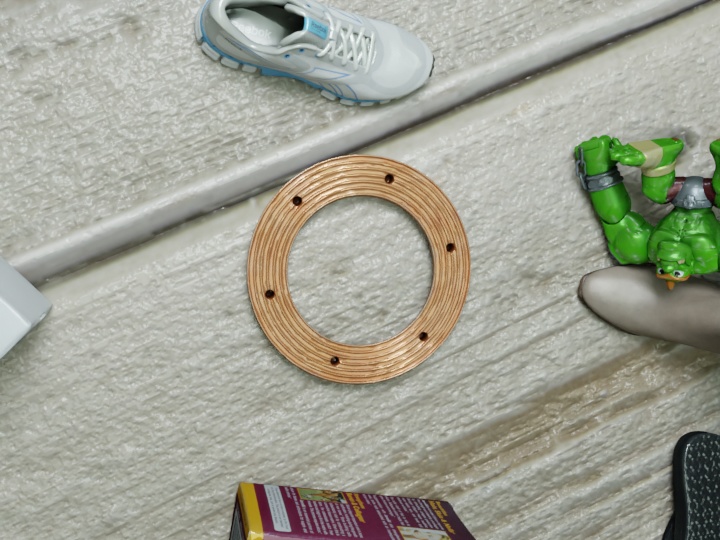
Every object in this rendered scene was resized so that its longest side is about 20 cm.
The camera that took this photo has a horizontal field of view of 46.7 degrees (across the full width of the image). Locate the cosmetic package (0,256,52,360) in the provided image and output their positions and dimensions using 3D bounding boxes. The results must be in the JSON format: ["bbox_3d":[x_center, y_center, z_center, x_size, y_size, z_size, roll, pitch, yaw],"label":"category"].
[{"bbox_3d":[-0.331,-0.008,0.610,0.081,0.113,0.200,-43,101,-5],"label":"cosmetic package"}]

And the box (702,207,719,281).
[{"bbox_3d":[0.441,-0.034,0.763,0.200,0.128,0.109,3,95,-13],"label":"box"}]

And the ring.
[{"bbox_3d":[0.000,0.000,0.729,0.200,0.019,0.201,-1,96,-13],"label":"ring"}]

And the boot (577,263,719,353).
[{"bbox_3d":[0.313,0.042,0.735,0.200,0.146,0.070,10,96,-13],"label":"boot"}]

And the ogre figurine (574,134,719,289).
[{"bbox_3d":[0.286,-0.052,0.719,0.200,0.098,0.120,0,117,20],"label":"ogre figurine"}]

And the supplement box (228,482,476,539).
[{"bbox_3d":[-0.008,0.247,0.708,0.200,0.110,0.086,9,95,-13],"label":"supplement box"}]

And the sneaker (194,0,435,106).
[{"bbox_3d":[-0.031,-0.180,0.668,0.200,0.087,0.075,7,93,-14],"label":"sneaker"}]

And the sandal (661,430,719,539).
[{"bbox_3d":[0.331,0.260,0.821,0.075,0.048,0.201,9,82,-12],"label":"sandal"}]
